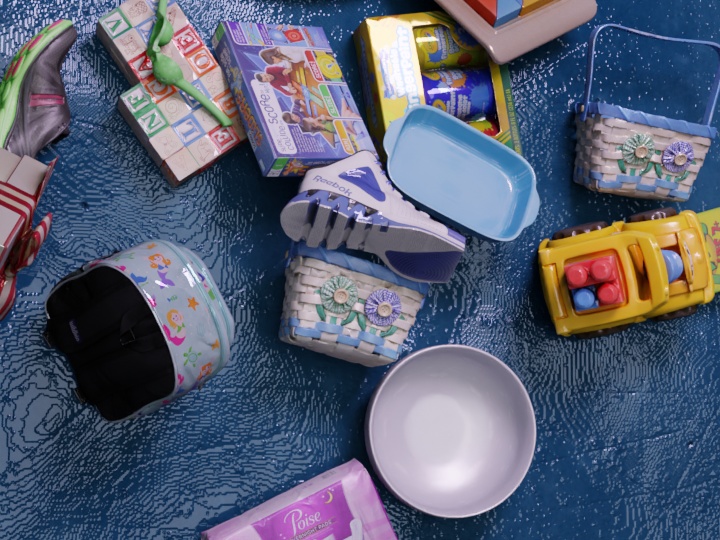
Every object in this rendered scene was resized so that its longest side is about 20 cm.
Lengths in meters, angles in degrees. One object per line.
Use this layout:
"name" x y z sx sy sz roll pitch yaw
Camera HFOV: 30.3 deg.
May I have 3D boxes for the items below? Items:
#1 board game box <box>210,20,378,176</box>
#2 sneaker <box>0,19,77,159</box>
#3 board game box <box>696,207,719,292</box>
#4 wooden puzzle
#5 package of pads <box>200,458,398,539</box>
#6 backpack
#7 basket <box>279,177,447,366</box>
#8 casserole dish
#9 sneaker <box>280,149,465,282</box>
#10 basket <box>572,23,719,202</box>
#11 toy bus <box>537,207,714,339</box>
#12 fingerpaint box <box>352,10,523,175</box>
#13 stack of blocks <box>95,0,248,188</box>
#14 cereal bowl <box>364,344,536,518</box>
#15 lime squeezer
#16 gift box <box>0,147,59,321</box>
"board game box" -0.075 -0.193 1.492 0.135 0.034 0.200 -2 57 -32
"sneaker" -0.357 -0.183 1.473 0.084 0.077 0.200 24 82 -28
"board game box" 0.431 -0.022 1.660 0.200 0.048 0.102 -16 89 -15
"wooden puzzle" 0.162 -0.349 1.574 0.185 0.037 0.200 -30 71 -32
"package of pads" -0.066 0.306 1.490 0.200 0.076 0.121 -24 92 -15
"backpack" -0.225 0.058 1.412 0.151 0.200 0.178 -28 91 -35
"basket" 0.000 0.000 1.495 0.176 0.139 0.200 14 76 -12
"casserole dish" 0.109 -0.104 1.506 0.200 0.039 0.121 27 63 -14
"sneaker" 0.020 -0.070 1.419 0.199 0.081 0.115 18 49 -9
"basket" 0.348 -0.187 1.607 0.176 0.139 0.200 6 93 -13
"toy bus" 0.301 0.004 1.527 0.200 0.192 0.136 -13 88 13
"fingerpaint box" 0.092 -0.203 1.578 0.167 0.073 0.200 -8 87 -15
"stack of blocks" -0.219 -0.209 1.508 0.115 0.059 0.200 -35 94 -15
"cereal bowl" 0.096 0.184 1.539 0.200 0.083 0.200 1 85 -14
"lime squeezer" -0.202 -0.249 1.466 0.071 0.038 0.200 -18 88 -15
"gift box" -0.420 -0.050 1.362 0.187 0.185 0.200 28 36 -10
